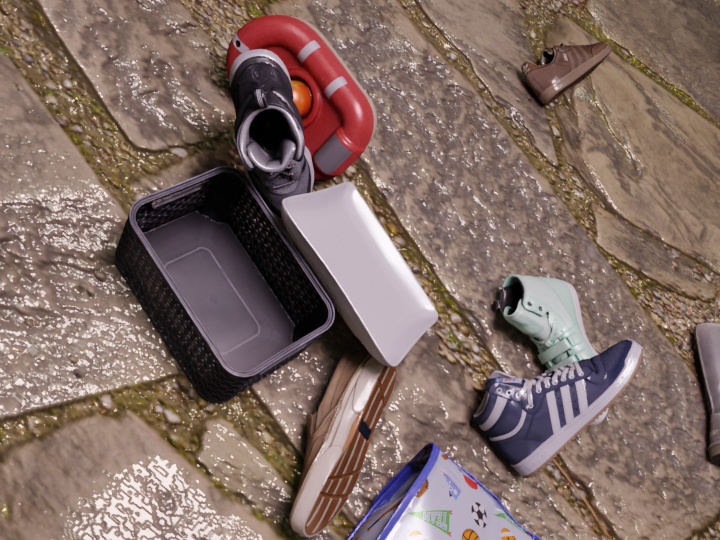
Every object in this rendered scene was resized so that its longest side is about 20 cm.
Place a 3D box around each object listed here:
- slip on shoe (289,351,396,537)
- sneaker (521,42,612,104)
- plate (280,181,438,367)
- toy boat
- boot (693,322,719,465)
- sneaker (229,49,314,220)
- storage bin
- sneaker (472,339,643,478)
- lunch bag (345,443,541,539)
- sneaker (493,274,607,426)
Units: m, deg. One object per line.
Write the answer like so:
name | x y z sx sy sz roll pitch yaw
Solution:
slip on shoe | -0.028 0.168 0.738 0.060 0.076 0.200 13 61 25
sneaker | 0.336 -0.341 1.177 0.076 0.070 0.200 50 53 4
plate | 0.000 0.000 0.802 0.200 0.032 0.200 56 22 1
toy boat | -0.085 -0.196 0.833 0.200 0.130 0.131 53 33 6
boot | 0.556 0.188 1.037 0.181 0.073 0.201 24 50 -18
sneaker | -0.089 -0.114 0.749 0.075 0.201 0.114 -12 39 -1
storage bin | -0.139 0.013 0.734 0.135 0.094 0.200 -30 81 -35
sneaker | 0.215 0.130 0.823 0.108 0.200 0.070 43 10 5
lunch bag | 0.069 0.291 0.687 0.170 0.124 0.200 43 61 -1
sneaker | 0.228 0.095 0.896 0.118 0.074 0.201 12 51 -30
